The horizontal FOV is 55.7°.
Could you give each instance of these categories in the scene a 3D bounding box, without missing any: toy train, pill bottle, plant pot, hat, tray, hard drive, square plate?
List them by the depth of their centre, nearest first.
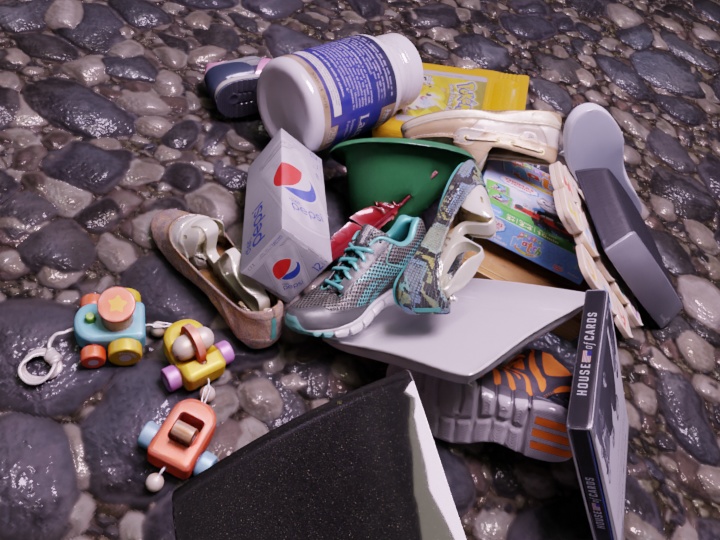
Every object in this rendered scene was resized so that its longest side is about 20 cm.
[{"bbox_3d":[-0.029,0.218,0.475,0.174,0.201,0.202,-10,56,-12],"label":"plant pot"},{"bbox_3d":[-0.193,0.089,0.603,0.198,0.056,0.151,30,49,5],"label":"toy train"},{"bbox_3d":[0.095,0.055,0.672,0.196,0.029,0.198,-22,19,-37],"label":"square plate"},{"bbox_3d":[0.031,-0.047,0.793,0.196,0.166,0.180,4,85,0],"label":"hat"},{"bbox_3d":[0.323,-0.028,0.811,0.199,0.042,0.137,38,35,-41],"label":"hard drive"},{"bbox_3d":[0.180,-0.006,0.820,0.198,0.037,0.099,28,49,3],"label":"tray"},{"bbox_3d":[-0.020,-0.224,0.842,0.199,0.116,0.116,-30,66,-35],"label":"pill bottle"}]

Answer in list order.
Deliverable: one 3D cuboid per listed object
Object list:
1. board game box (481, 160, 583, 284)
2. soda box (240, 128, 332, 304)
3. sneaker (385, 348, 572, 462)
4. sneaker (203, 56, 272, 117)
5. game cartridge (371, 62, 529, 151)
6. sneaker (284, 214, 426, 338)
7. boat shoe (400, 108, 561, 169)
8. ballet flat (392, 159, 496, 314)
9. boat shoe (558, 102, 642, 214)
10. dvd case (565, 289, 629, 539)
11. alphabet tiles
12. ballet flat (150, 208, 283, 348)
[{"bbox_3d":[0.215,-0.076,0.855,0.149,0.037,0.201,26,32,2],"label":"board game box"},{"bbox_3d":[-0.078,-0.064,0.711,0.063,0.068,0.202,34,28,-28],"label":"soda box"},{"bbox_3d":[0.128,0.120,0.686,0.197,0.079,0.112,18,25,15],"label":"sneaker"},{"bbox_3d":[-0.111,-0.257,0.899,0.197,0.071,0.082,-13,51,-33],"label":"sneaker"},{"bbox_3d":[0.129,-0.227,0.947,0.196,0.033,0.178,8,48,11],"label":"game cartridge"},{"bbox_3d":[0.000,0.000,0.698,0.077,0.093,0.198,15,31,43],"label":"sneaker"},{"bbox_3d":[0.146,-0.155,0.837,0.196,0.074,0.071,0,85,10],"label":"boat shoe"},{"bbox_3d":[0.104,-0.033,0.704,0.073,0.074,0.202,27,63,4],"label":"ballet flat"},{"bbox_3d":[0.299,-0.144,0.865,0.202,0.074,0.087,45,21,-38],"label":"boat shoe"},{"bbox_3d":[0.222,0.143,0.625,0.024,0.202,0.151,-1,42,27],"label":"dvd case"},{"bbox_3d":[0.270,-0.028,0.778,0.200,0.014,0.197,48,32,-29],"label":"alphabet tiles"},{"bbox_3d":[-0.143,-0.011,0.691,0.200,0.068,0.068,43,53,17],"label":"ballet flat"}]
